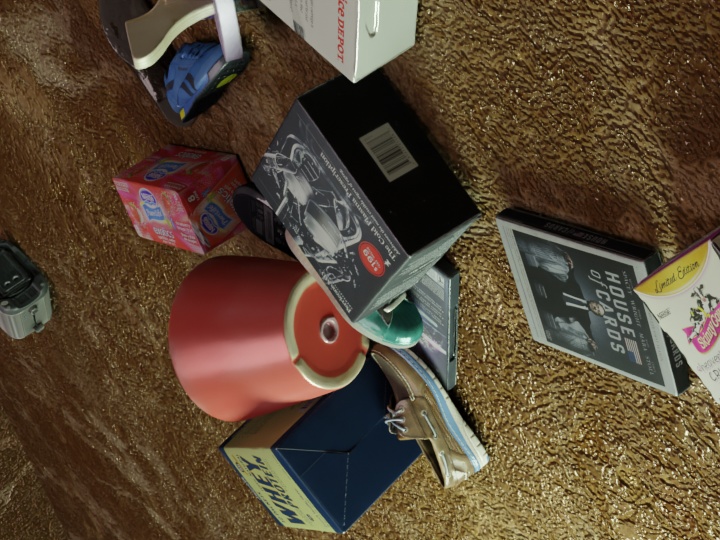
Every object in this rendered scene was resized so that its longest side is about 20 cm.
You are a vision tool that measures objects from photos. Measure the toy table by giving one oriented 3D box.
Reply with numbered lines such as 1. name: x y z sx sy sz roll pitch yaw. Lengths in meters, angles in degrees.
1. toy table: -0.194 -0.290 1.607 0.201 0.116 0.185 83 172 -45

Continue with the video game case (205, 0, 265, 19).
1. video game case: -0.157 -0.349 1.687 0.199 0.018 0.144 6 126 59

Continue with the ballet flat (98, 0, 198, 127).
1. ballet flat: -0.263 -0.269 1.937 0.201 0.067 0.046 58 -174 -10

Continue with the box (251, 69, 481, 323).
1. box: 0.001 -0.078 1.603 0.201 0.104 0.182 55 152 9

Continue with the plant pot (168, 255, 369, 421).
1. plant pot: -0.097 0.074 1.821 0.176 0.200 0.202 -7 115 43

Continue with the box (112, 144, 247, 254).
1. box: -0.229 -0.096 2.023 0.199 0.099 0.096 15 133 56

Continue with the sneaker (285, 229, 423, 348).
1. sneaker: 0.000 0.000 1.719 0.200 0.071 0.080 45 143 6

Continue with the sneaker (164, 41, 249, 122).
1. sneaker: -0.192 -0.240 1.825 0.079 0.066 0.200 60 155 0

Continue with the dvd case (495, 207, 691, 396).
1. dvd case: 0.217 0.026 1.457 0.199 0.025 0.151 22 139 52

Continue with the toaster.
1. toaster: -0.677 0.036 2.974 0.200 0.113 0.130 42 154 24

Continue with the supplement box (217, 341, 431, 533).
1. supplement box: -0.035 0.203 1.901 0.135 0.200 0.199 52 157 -11

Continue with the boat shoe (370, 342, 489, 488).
1. boat shoe: 0.069 0.168 1.804 0.200 0.072 0.072 52 165 -8

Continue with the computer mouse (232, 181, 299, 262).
1. computer mouse: -0.066 -0.047 1.856 0.199 0.053 0.139 35 151 17

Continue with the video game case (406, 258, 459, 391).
1. video game case: 0.057 0.032 1.758 0.143 0.019 0.201 41 152 31

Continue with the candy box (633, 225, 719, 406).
1. candy box: 0.328 0.061 1.256 0.201 0.061 0.136 54 156 5

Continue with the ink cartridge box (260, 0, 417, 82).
1. ink cartridge box: -0.037 -0.298 1.454 0.200 0.084 0.146 44 153 26
